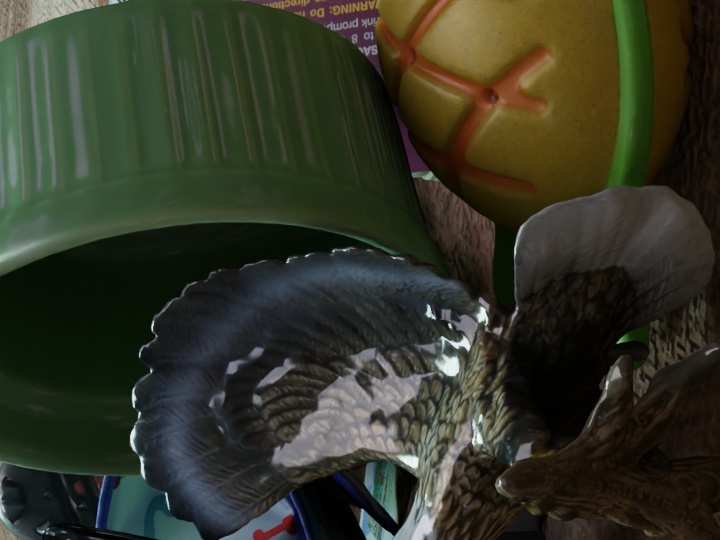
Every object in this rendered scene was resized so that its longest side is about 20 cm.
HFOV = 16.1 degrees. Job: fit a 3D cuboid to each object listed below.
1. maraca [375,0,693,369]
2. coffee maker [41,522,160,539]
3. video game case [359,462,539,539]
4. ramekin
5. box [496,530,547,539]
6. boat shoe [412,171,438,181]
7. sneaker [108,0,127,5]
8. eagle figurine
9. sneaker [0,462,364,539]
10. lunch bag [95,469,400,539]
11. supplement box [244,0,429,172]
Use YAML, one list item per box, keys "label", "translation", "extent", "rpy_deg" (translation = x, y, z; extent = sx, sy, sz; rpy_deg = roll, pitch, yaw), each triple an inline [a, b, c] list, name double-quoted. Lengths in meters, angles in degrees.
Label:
- label: "maraca"
  translation: [0.065, -0.063, 0.898]
  extent: [0.137, 0.106, 0.201]
  rpy_deg: [-6, 96, 67]
- label: "coffee maker"
  translation: [-0.048, 0.206, 0.912]
  extent: [0.135, 0.191, 0.201]
  rpy_deg: [140, 147, -83]
- label: "video game case"
  translation: [0.031, 0.158, 1.127]
  extent: [0.182, 0.022, 0.201]
  rpy_deg: [-132, 46, -67]
- label: "ramekin"
  translation: [-0.070, -0.012, 0.918]
  extent: [0.200, 0.199, 0.098]
  rpy_deg: [118, 147, -56]
- label: "box"
  translation: [0.055, 0.224, 0.955]
  extent: [0.158, 0.051, 0.201]
  rpy_deg: [-118, 35, -47]
- label: "boat shoe"
  translation: [0.005, -0.115, 1.172]
  extent: [0.201, 0.063, 0.073]
  rpy_deg: [-105, 24, -44]
- label: "sneaker"
  translation: [-0.049, -0.092, 1.195]
  extent: [0.200, 0.078, 0.083]
  rpy_deg: [39, -156, -56]
- label: "eagle figurine"
  translation: [0.030, 0.054, 0.834]
  extent: [0.200, 0.150, 0.153]
  rpy_deg: [13, 128, 60]
- label: "sneaker"
  translation: [-0.088, 0.093, 1.218]
  extent: [0.098, 0.199, 0.071]
  rpy_deg: [-26, 80, 62]
- label: "lunch bag"
  translation: [-0.049, 0.122, 1.070]
  extent: [0.170, 0.127, 0.201]
  rpy_deg: [59, -158, -76]
- label: "supplement box"
  translation: [0.000, -0.150, 1.033]
  extent: [0.131, 0.103, 0.202]
  rpy_deg: [21, -114, -61]
